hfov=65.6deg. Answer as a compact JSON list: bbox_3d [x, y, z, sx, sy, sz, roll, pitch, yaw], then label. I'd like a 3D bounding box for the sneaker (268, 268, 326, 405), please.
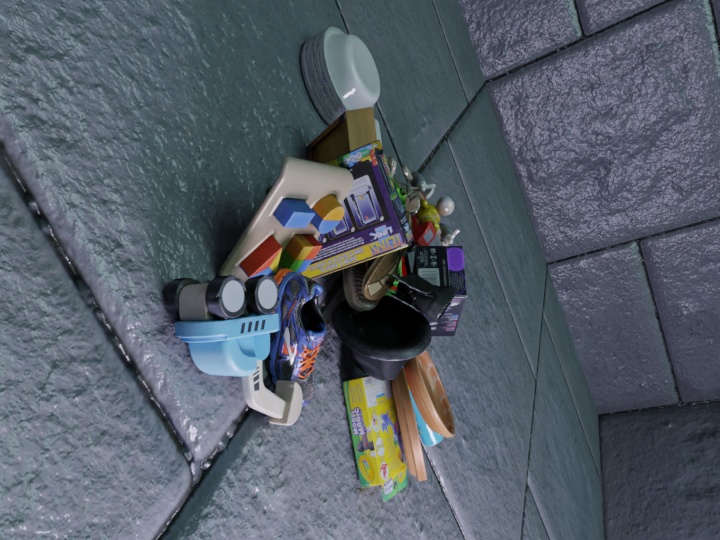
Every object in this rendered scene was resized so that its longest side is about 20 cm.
[{"bbox_3d":[-0.087,0.102,0.809,0.075,0.076,0.207,-27,117,-55],"label":"sneaker"}]

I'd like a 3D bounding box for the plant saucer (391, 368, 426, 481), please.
[{"bbox_3d":[0.087,0.286,1.042,0.200,0.031,0.207,168,-89,-90],"label":"plant saucer"}]

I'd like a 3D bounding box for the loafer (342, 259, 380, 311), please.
[{"bbox_3d":[0.000,0.000,1.033,0.074,0.069,0.204,20,44,-19],"label":"loafer"}]

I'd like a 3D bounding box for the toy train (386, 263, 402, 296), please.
[{"bbox_3d":[0.057,0.004,1.110,0.042,0.054,0.207,91,2,-73],"label":"toy train"}]

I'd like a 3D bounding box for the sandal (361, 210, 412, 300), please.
[{"bbox_3d":[0.040,-0.029,0.981,0.082,0.052,0.203,76,32,-45],"label":"sandal"}]

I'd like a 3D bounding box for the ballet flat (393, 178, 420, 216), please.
[{"bbox_3d":[0.032,-0.167,1.121,0.199,0.069,0.074,39,16,36],"label":"ballet flat"}]

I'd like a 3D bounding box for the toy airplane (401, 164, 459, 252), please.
[{"bbox_3d":[0.167,-0.149,1.368,0.198,0.138,0.206,2,74,-61],"label":"toy airplane"}]

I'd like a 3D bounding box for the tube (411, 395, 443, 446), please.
[{"bbox_3d":[0.117,0.265,1.164,0.077,0.049,0.205,-142,-151,-77],"label":"tube"}]

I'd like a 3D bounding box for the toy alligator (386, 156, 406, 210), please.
[{"bbox_3d":[0.062,-0.128,1.042,0.203,0.053,0.060,102,-30,-46],"label":"toy alligator"}]

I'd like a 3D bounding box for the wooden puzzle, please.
[{"bbox_3d":[-0.094,-0.056,0.804,0.046,0.203,0.184,40,20,20],"label":"wooden puzzle"}]

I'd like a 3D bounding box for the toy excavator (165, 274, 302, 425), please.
[{"bbox_3d":[-0.150,0.110,0.719,0.193,0.097,0.208,0,89,-59],"label":"toy excavator"}]

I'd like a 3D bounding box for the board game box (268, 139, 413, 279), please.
[{"bbox_3d":[-0.031,-0.094,0.909,0.170,0.195,0.057,68,23,-11],"label":"board game box"}]

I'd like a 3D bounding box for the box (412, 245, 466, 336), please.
[{"bbox_3d":[0.164,0.049,1.218,0.202,0.102,0.126,86,4,-60],"label":"box"}]

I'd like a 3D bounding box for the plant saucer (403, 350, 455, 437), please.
[{"bbox_3d":[0.132,0.234,1.110,0.203,0.037,0.202,61,13,-24],"label":"plant saucer"}]

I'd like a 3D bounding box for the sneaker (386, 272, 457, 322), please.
[{"bbox_3d":[0.114,0.040,1.014,0.103,0.061,0.199,32,13,11],"label":"sneaker"}]

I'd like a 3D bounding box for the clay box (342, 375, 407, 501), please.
[{"bbox_3d":[0.029,0.290,0.987,0.114,0.046,0.207,9,70,-62],"label":"clay box"}]

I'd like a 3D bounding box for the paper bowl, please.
[{"bbox_3d":[-0.030,-0.406,1.175,0.200,0.102,0.207,37,46,-51],"label":"paper bowl"}]

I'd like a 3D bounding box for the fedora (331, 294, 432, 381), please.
[{"bbox_3d":[0.034,0.125,0.991,0.201,0.195,0.094,-48,149,-57],"label":"fedora"}]

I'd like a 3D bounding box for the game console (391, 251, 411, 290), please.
[{"bbox_3d":[0.043,-0.048,1.219,0.168,0.118,0.207,-5,78,-30],"label":"game console"}]

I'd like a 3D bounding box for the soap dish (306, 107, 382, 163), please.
[{"bbox_3d":[-0.029,-0.174,1.015,0.080,0.156,0.207,9,66,-39],"label":"soap dish"}]
